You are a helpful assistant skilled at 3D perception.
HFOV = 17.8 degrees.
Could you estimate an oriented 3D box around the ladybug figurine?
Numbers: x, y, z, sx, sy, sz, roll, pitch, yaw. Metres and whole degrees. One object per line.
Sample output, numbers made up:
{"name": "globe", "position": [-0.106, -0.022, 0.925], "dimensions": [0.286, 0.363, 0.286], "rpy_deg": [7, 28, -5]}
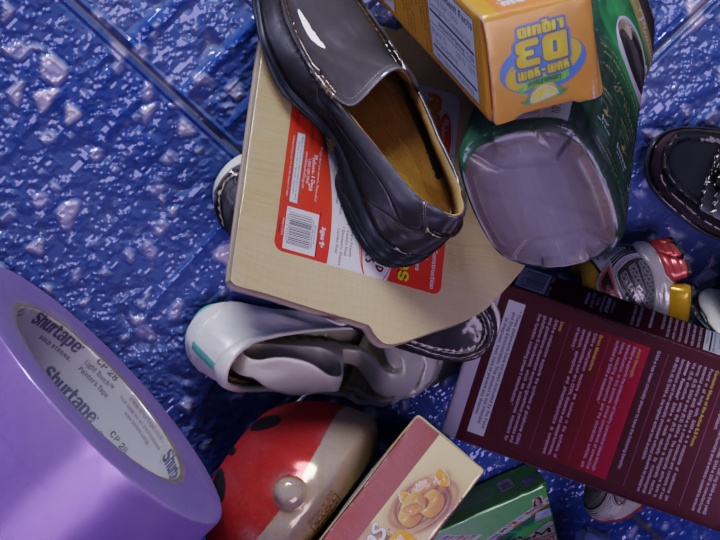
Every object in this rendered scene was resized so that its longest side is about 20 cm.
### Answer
{"name": "ladybug figurine", "position": [-0.048, 0.133, 1.408], "dimensions": [0.072, 0.200, 0.136], "rpy_deg": [37, 80, 4]}

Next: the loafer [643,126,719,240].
{"name": "loafer", "position": [0.277, -0.040, 1.467], "dimensions": [0.199, 0.063, 0.072], "rpy_deg": [26, 80, -14]}

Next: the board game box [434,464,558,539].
{"name": "board game box", "position": [0.045, 0.227, 1.579], "dimensions": [0.199, 0.029, 0.135], "rpy_deg": [-22, 125, -10]}

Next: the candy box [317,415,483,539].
{"name": "candy box", "position": [0.018, 0.152, 1.415], "dimensions": [0.055, 0.200, 0.116], "rpy_deg": [38, 86, 3]}

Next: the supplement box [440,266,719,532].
{"name": "supplement box", "position": [0.162, 0.078, 1.439], "dimensions": [0.199, 0.061, 0.110], "rpy_deg": [20, 106, 7]}

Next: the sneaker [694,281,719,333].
{"name": "sneaker", "position": [0.262, 0.064, 1.544], "dimensions": [0.129, 0.080, 0.200], "rpy_deg": [12, 113, -27]}

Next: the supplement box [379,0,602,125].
{"name": "supplement box", "position": [0.061, -0.153, 1.254], "dimensions": [0.066, 0.200, 0.069], "rpy_deg": [-16, 124, -14]}

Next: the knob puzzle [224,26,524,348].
{"name": "knob puzzle", "position": [0.019, -0.048, 1.342], "dimensions": [0.218, 0.030, 0.222], "rpy_deg": [8, 71, -26]}

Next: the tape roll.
{"name": "tape roll", "position": [-0.176, 0.097, 1.302], "dimensions": [0.085, 0.200, 0.200], "rpy_deg": [-43, 126, 7]}

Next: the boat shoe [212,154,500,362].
{"name": "boat shoe", "position": [0.000, 0.000, 1.371], "dimensions": [0.199, 0.060, 0.074], "rpy_deg": [36, 103, -16]}

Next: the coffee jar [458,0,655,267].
{"name": "coffee jar", "position": [0.115, -0.103, 1.316], "dimensions": [0.085, 0.201, 0.105], "rpy_deg": [-8, 129, 22]}

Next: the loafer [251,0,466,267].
{"name": "loafer", "position": [0.005, -0.103, 1.289], "dimensions": [0.073, 0.072, 0.201], "rpy_deg": [-29, 91, -32]}

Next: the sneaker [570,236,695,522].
{"name": "sneaker", "position": [0.162, 0.072, 1.518], "dimensions": [0.081, 0.078, 0.202], "rpy_deg": [-2, 112, -13]}

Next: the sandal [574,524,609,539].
{"name": "sandal", "position": [0.109, 0.234, 1.557], "dimensions": [0.199, 0.079, 0.088], "rpy_deg": [-21, 94, -5]}

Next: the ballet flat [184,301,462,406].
{"name": "ballet flat", "position": [-0.011, 0.057, 1.432], "dimensions": [0.198, 0.070, 0.070], "rpy_deg": [3, 118, -25]}
